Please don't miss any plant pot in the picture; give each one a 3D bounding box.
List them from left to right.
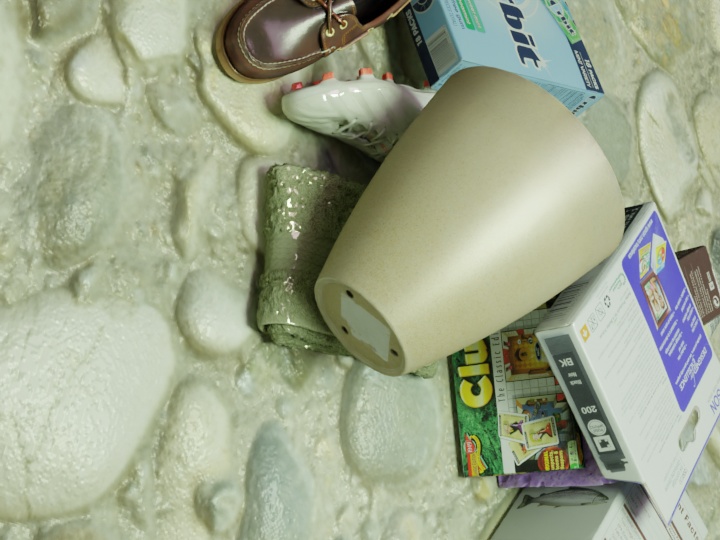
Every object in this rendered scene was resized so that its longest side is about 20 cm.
[{"bbox_3d":[0.065,-0.020,1.044,0.200,0.187,0.188,-42,111,-26],"label":"plant pot"}]

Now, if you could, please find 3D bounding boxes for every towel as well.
[{"bbox_3d":[0.000,0.000,1.108,0.199,0.036,0.150,17,69,-41],"label":"towel"}]

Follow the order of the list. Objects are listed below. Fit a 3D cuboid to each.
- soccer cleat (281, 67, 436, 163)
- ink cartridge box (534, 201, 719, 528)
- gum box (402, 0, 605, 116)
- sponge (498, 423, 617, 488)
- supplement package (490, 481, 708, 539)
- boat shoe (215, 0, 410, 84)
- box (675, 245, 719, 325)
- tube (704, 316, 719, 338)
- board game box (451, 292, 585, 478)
[{"bbox_3d":[0.018,-0.118,1.132,0.199,0.069,0.078,-2,85,-48],"label":"soccer cleat"},{"bbox_3d":[0.235,0.077,1.164,0.198,0.043,0.201,-47,116,-46],"label":"ink cartridge box"},{"bbox_3d":[0.116,-0.229,1.231,0.199,0.044,0.171,5,58,-45],"label":"gum box"},{"bbox_3d":[0.161,0.085,1.195,0.030,0.111,0.202,4,79,-46],"label":"sponge"},{"bbox_3d":[0.191,0.250,1.185,0.200,0.116,0.118,-48,114,-40],"label":"supplement package"},{"bbox_3d":[-0.030,-0.208,1.102,0.200,0.070,0.071,-38,109,-41],"label":"boat shoe"},{"bbox_3d":[0.245,0.043,1.297,0.199,0.100,0.076,-25,99,-46],"label":"box"},{"bbox_3d":[0.306,0.089,1.387,0.058,0.052,0.200,32,54,11],"label":"tube"},{"bbox_3d":[0.127,0.070,1.171,0.023,0.104,0.202,8,74,-61],"label":"board game box"}]
